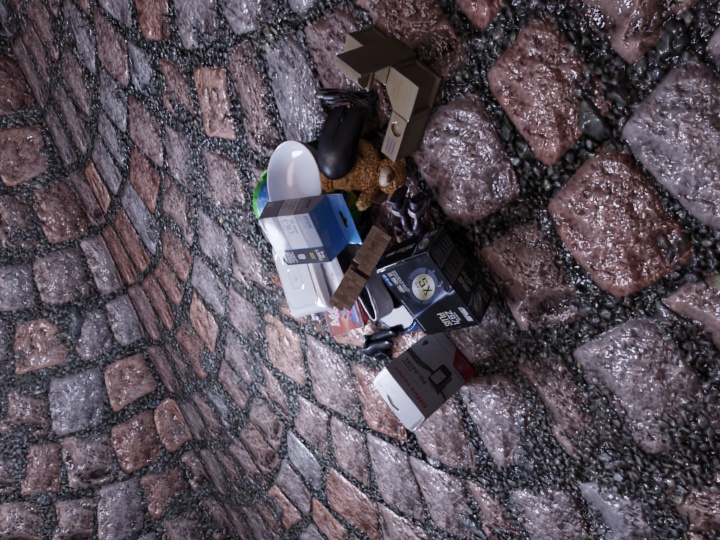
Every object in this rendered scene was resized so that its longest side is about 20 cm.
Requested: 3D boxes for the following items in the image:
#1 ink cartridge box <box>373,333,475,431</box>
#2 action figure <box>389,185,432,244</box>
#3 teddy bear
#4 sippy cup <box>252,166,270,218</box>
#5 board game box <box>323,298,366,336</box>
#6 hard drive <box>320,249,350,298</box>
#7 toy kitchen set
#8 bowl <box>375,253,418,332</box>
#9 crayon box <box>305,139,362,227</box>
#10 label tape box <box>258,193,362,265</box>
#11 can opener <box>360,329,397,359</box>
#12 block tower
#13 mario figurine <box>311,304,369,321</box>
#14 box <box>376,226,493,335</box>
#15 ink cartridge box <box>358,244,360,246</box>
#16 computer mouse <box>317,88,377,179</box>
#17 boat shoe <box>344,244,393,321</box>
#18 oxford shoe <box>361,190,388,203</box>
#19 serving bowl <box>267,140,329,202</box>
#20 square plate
[{"bbox_3d":[0.148,0.247,1.507,0.146,0.198,0.084,49,143,13],"label":"ink cartridge box"},{"bbox_3d":[0.118,-0.090,1.433,0.128,0.069,0.203,26,147,29],"label":"action figure"},{"bbox_3d":[0.003,-0.212,1.413,0.197,0.148,0.067,27,176,13],"label":"teddy bear"},{"bbox_3d":[-0.189,-0.176,1.688,0.128,0.177,0.143,14,80,41],"label":"sippy cup"},{"bbox_3d":[-0.059,0.055,1.639,0.101,0.019,0.205,-19,87,26],"label":"board game box"},{"bbox_3d":[-0.085,-0.018,1.583,0.139,0.037,0.205,-28,81,50],"label":"hard drive"},{"bbox_3d":[0.021,-0.343,1.296,0.200,0.162,0.183,43,141,22],"label":"toy kitchen set"},{"bbox_3d":[0.082,0.059,1.597,0.198,0.039,0.205,29,133,35],"label":"bowl"},{"bbox_3d":[-0.073,-0.203,1.572,0.200,0.058,0.120,48,132,21],"label":"crayon box"},{"bbox_3d":[-0.112,-0.089,1.466,0.195,0.067,0.145,-2,133,26],"label":"label tape box"},{"bbox_3d":[0.052,0.182,1.686,0.077,0.065,0.200,15,158,-12],"label":"can opener"},{"bbox_3d":[0.000,0.000,1.489,0.053,0.203,0.058,31,180,2],"label":"block tower"},{"bbox_3d":[-0.066,0.084,1.694,0.197,0.107,0.124,30,156,1],"label":"mario figurine"},{"bbox_3d":[0.158,0.028,1.390,0.162,0.087,0.201,-17,117,48],"label":"box"},{"bbox_3d":[-0.068,-0.087,1.692,0.160,0.049,0.206,-2,97,52],"label":"ink cartridge box"},{"bbox_3d":[-0.048,-0.298,1.390,0.135,0.053,0.206,10,84,21],"label":"computer mouse"},{"bbox_3d":[0.004,0.028,1.579,0.072,0.068,0.204,-24,93,54],"label":"boat shoe"},{"bbox_3d":[-0.004,-0.235,1.498,0.202,0.070,0.074,56,169,6],"label":"oxford shoe"},{"bbox_3d":[-0.137,-0.204,1.539,0.197,0.065,0.206,12,107,42],"label":"serving bowl"},{"bbox_3d":[-0.154,0.016,1.629,0.198,0.028,0.203,-16,92,55],"label":"square plate"}]
